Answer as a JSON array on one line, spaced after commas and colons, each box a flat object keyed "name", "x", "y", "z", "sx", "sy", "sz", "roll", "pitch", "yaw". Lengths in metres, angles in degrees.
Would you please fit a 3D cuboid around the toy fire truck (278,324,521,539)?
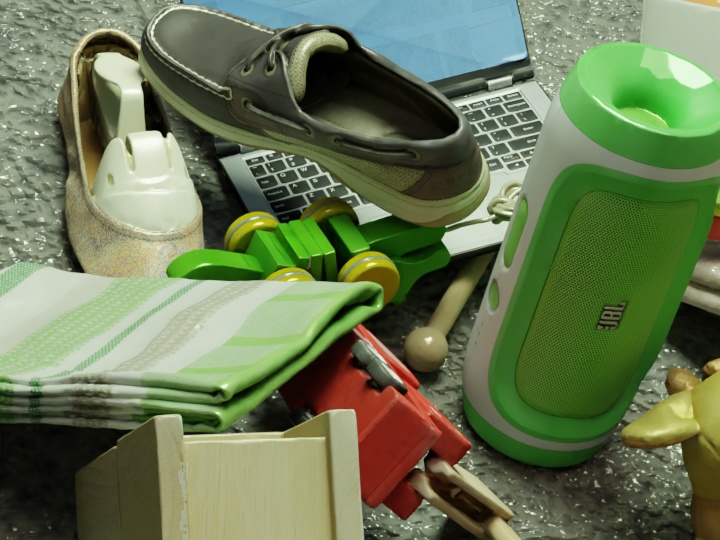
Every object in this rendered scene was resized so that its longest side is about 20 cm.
[{"name": "toy fire truck", "x": 0.034, "y": 0.092, "z": 1.073, "sx": 0.141, "sy": 0.049, "sz": 0.200, "roll": 42, "pitch": 4, "yaw": -24}]

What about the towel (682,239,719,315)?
[{"name": "towel", "x": 0.243, "y": -0.016, "z": 1.289, "sx": 0.200, "sy": 0.032, "sz": 0.191, "roll": -14, "pitch": 24, "yaw": -37}]

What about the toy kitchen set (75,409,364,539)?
[{"name": "toy kitchen set", "x": -0.016, "y": 0.166, "z": 0.968, "sx": 0.163, "sy": 0.180, "sz": 0.201, "roll": 0, "pitch": 79, "yaw": -17}]

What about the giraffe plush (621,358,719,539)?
[{"name": "giraffe plush", "x": 0.208, "y": 0.097, "z": 1.088, "sx": 0.162, "sy": 0.201, "sz": 0.172, "roll": 16, "pitch": -4, "yaw": 41}]

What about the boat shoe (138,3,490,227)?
[{"name": "boat shoe", "x": -0.024, "y": -0.091, "z": 1.187, "sx": 0.200, "sy": 0.065, "sz": 0.072, "roll": 30, "pitch": 57, "yaw": 22}]

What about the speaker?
[{"name": "speaker", "x": 0.108, "y": -0.004, "z": 1.128, "sx": 0.088, "sy": 0.200, "sz": 0.089, "roll": 11, "pitch": 37, "yaw": -8}]

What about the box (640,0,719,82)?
[{"name": "box", "x": 0.269, "y": -0.101, "z": 1.339, "sx": 0.200, "sy": 0.098, "sz": 0.124, "roll": 18, "pitch": 25, "yaw": 39}]

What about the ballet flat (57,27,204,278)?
[{"name": "ballet flat", "x": -0.118, "y": -0.055, "z": 1.217, "sx": 0.068, "sy": 0.067, "sz": 0.200, "roll": -2, "pitch": 40, "yaw": -21}]

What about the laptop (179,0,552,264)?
[{"name": "laptop", "x": 0.017, "y": -0.106, "z": 1.261, "sx": 0.187, "sy": 0.116, "sz": 0.200, "roll": -15, "pitch": 42, "yaw": -14}]

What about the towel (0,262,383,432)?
[{"name": "towel", "x": -0.109, "y": 0.027, "z": 1.062, "sx": 0.199, "sy": 0.031, "sz": 0.149, "roll": 0, "pitch": 21, "yaw": 29}]

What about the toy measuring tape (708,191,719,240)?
[{"name": "toy measuring tape", "x": 0.224, "y": -0.043, "z": 1.223, "sx": 0.199, "sy": 0.074, "sz": 0.074, "roll": 11, "pitch": 35, "yaw": 11}]

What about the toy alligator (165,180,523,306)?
[{"name": "toy alligator", "x": 0.000, "y": 0.000, "z": 1.184, "sx": 0.199, "sy": 0.054, "sz": 0.059, "roll": -12, "pitch": 41, "yaw": -21}]

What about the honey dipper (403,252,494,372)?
[{"name": "honey dipper", "x": 0.065, "y": -0.009, "z": 1.259, "sx": 0.038, "sy": 0.038, "sz": 0.200, "roll": 22, "pitch": 39, "yaw": 7}]
